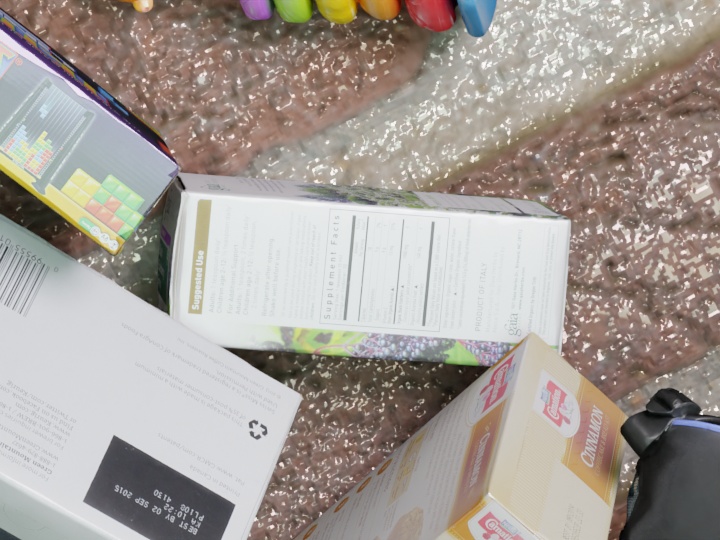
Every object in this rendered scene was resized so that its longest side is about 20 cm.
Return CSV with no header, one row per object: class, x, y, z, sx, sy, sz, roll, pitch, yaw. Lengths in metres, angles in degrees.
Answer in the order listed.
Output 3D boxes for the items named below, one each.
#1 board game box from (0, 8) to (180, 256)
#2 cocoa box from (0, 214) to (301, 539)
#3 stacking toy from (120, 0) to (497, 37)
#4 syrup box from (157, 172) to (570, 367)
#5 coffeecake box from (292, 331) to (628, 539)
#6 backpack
board game box,-0.183,-0.097,1.434,0.200,0.165,0.057,38,91,-12
cocoa box,-0.156,0.087,1.456,0.200,0.131,0.133,31,52,-10
stacking toy,-0.034,-0.162,1.489,0.200,0.110,0.116,-10,83,4
syrup box,0.000,0.000,1.517,0.200,0.079,0.082,3,97,-9
coffeecake box,0.032,0.146,1.465,0.073,0.154,0.200,41,118,-11
backpack,0.217,0.152,1.460,0.183,0.200,0.147,15,88,16
